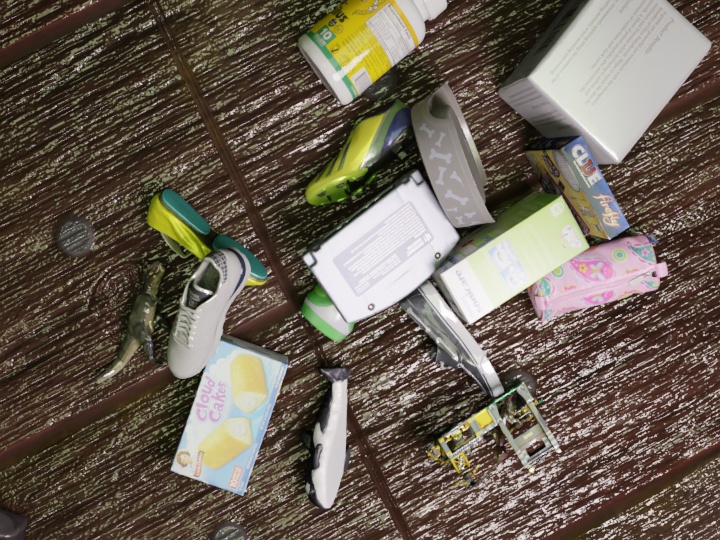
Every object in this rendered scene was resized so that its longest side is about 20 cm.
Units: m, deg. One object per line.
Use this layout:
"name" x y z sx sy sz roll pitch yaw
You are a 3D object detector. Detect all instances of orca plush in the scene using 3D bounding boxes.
"orca plush" -0.065 0.240 1.410 0.070 0.105 0.205 5 100 26

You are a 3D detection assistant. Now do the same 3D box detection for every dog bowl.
"dog bowl" 0.127 -0.152 1.324 0.058 0.200 0.204 -19 98 13

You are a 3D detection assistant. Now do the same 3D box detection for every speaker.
"speaker" 0.000 0.000 1.379 0.088 0.088 0.201 36 92 -7

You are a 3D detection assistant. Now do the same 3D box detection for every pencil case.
"pencil case" 0.342 0.010 1.408 0.196 0.087 0.089 -14 97 -2

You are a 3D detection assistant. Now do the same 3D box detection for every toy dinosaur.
"toy dinosaur" -0.305 0.088 1.388 0.087 0.047 0.203 26 96 0

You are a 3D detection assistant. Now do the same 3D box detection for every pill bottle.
"pill bottle" 0.019 -0.335 1.331 0.199 0.113 0.113 -39 98 1

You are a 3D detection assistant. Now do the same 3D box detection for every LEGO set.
"LEGO set" 0.200 0.254 1.389 0.198 0.154 0.117 -31 80 -8

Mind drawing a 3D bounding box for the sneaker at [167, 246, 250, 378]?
"sneaker" -0.225 0.059 1.317 0.075 0.080 0.203 28 105 14

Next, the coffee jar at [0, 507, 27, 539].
"coffee jar" -0.558 0.434 1.383 0.102 0.085 0.204 23 94 -6

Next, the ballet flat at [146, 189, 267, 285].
"ballet flat" -0.224 -0.032 1.377 0.199 0.067 0.067 39 113 -5

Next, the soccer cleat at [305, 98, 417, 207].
"soccer cleat" -0.002 -0.168 1.384 0.198 0.065 0.084 -36 68 4

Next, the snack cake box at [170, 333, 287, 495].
"snack cake box" -0.189 0.206 1.396 0.113 0.067 0.204 19 94 -7

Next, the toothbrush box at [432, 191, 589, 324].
"toothbrush box" 0.203 -0.022 1.363 0.198 0.146 0.087 -34 98 1

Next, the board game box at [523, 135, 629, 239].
"board game box" 0.294 -0.117 1.332 0.034 0.200 0.137 -30 98 0

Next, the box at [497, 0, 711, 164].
"box" 0.326 -0.275 1.319 0.171 0.200 0.200 39 91 -5

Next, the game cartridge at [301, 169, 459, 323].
"game cartridge" 0.032 -0.026 1.318 0.198 0.041 0.134 -36 104 -4

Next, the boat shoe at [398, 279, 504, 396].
"boat shoe" 0.131 0.112 1.409 0.067 0.072 0.201 -37 95 -2
